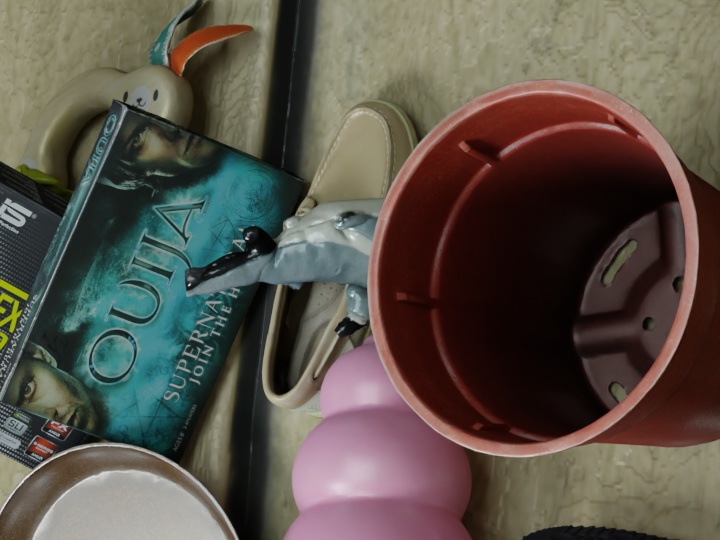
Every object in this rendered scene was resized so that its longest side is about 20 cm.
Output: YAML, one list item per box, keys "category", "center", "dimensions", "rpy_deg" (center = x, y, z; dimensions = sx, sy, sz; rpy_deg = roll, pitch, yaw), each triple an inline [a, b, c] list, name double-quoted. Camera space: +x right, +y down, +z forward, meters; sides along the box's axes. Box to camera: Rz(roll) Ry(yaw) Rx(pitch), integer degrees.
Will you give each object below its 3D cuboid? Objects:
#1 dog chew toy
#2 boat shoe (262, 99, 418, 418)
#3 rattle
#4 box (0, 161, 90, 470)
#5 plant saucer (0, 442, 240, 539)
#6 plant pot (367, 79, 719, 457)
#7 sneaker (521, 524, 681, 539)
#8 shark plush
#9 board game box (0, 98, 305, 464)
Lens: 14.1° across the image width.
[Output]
- category: "dog chew toy"
  center: [0.011, 0.136, 1.719]
  dimensions: [0.124, 0.124, 0.201]
  rpy_deg: [-10, 68, 31]
- category: "boat shoe"
  center: [-0.015, -0.010, 1.792]
  dimensions: [0.072, 0.065, 0.201]
  rpy_deg: [13, 88, 34]
- category: "rattle"
  center: [-0.181, -0.107, 1.877]
  dimensions: [0.200, 0.142, 0.131]
  rpy_deg: [-47, 36, 26]
- category: "box"
  center: [-0.231, 0.023, 1.847]
  dimensions: [0.160, 0.200, 0.044]
  rpy_deg: [-51, 30, 13]
- category: "plant saucer"
  center: [-0.148, 0.207, 1.834]
  dimensions: [0.199, 0.032, 0.201]
  rpy_deg: [1, 92, 27]
- category: "plant pot"
  center: [0.138, 0.013, 1.611]
  dimensions: [0.200, 0.195, 0.202]
  rpy_deg: [-6, 78, 31]
- category: "sneaker"
  center: [0.181, 0.200, 1.636]
  dimensions: [0.199, 0.070, 0.083]
  rpy_deg: [10, 107, 33]
- category: "shark plush"
  center: [0.000, 0.000, 1.722]
  dimensions: [0.091, 0.199, 0.084]
  rpy_deg: [-178, 84, -67]
- category: "board game box"
  center: [-0.134, 0.009, 1.826]
  dimensions: [0.028, 0.135, 0.201]
  rpy_deg: [32, 100, 61]
